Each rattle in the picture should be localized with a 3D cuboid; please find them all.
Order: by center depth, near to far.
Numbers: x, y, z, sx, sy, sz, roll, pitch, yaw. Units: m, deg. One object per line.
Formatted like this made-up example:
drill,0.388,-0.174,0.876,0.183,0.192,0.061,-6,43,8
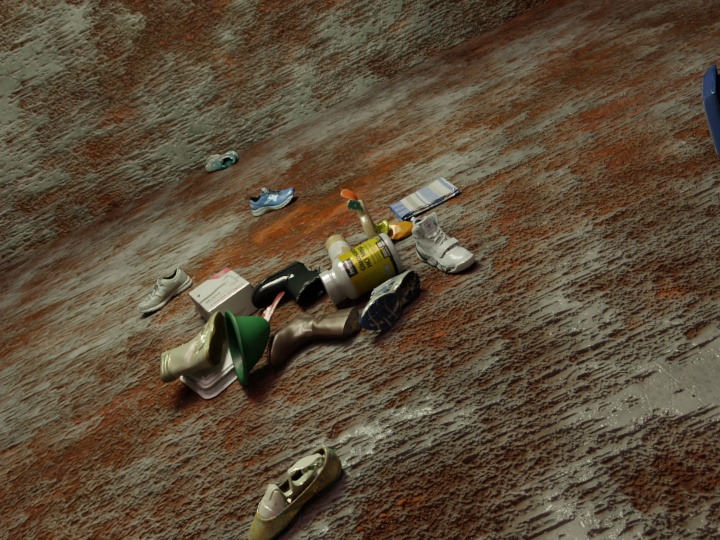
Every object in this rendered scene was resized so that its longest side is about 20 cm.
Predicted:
rattle,0.050,-0.155,1.624,0.140,0.203,0.131,-14,29,19

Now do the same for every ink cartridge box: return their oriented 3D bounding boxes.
ink cartridge box,-0.392,0.082,1.720,0.146,0.084,0.199,-36,29,-20

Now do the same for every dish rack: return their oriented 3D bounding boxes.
dish rack,-0.364,0.227,1.492,0.171,0.044,0.198,-41,31,-26

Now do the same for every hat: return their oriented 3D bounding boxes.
hat,-0.217,0.148,1.396,0.173,0.204,0.165,-12,-10,-23

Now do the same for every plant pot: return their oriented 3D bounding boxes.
plant pot,0.868,-0.369,1.316,0.177,0.202,0.201,-12,29,37

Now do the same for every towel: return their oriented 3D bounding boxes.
towel,0.190,-0.219,1.811,0.197,0.024,0.147,-27,27,-2

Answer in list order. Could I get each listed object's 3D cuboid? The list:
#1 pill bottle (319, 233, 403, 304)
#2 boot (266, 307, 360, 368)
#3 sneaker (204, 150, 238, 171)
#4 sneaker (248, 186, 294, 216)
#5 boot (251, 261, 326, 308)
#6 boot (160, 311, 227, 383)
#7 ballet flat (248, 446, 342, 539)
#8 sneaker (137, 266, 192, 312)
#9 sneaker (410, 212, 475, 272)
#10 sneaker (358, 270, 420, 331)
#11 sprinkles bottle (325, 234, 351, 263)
pill bottle,0.000,0.000,1.497,0.197,0.114,0.113,-29,28,-6
boot,-0.105,0.154,1.387,0.196,0.065,0.188,-4,36,27
sneaker,-0.746,-0.575,3.157,0.196,0.079,0.087,-21,31,9
sneaker,-0.347,-0.282,2.299,0.196,0.090,0.079,-19,29,12
boot,-0.189,0.053,1.617,0.197,0.074,0.162,-36,32,-19
boot,-0.413,0.189,1.481,0.152,0.073,0.201,-23,27,10
ballet flat,-0.119,0.374,1.008,0.199,0.072,0.070,-36,29,-19
sneaker,-0.665,0.063,1.986,0.199,0.083,0.074,-40,31,-26
sneaker,0.191,-0.070,1.452,0.075,0.116,0.199,-35,29,-19
sneaker,0.057,0.075,1.382,0.199,0.078,0.084,-37,19,-36
sprinkles bottle,-0.049,-0.034,1.645,0.067,0.069,0.201,-26,27,-2
